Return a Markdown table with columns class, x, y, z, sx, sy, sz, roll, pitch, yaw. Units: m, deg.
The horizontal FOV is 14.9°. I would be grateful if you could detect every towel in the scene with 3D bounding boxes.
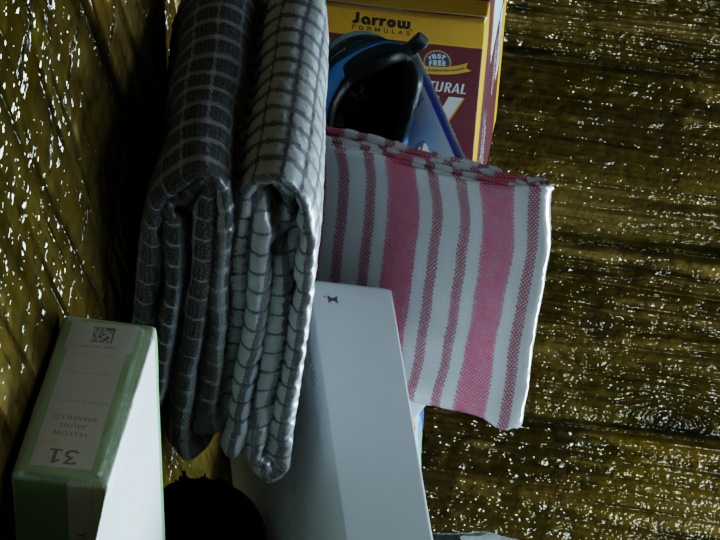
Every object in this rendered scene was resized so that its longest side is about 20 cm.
| class | x | y | z | sx | sy | sz | roll | pitch | yaw |
| --- | --- | --- | --- | --- | --- | --- | --- | --- | --- |
| towel | -0.066 | -0.023 | 1.328 | 0.166 | 0.085 | 0.200 | -89 | -174 | -49 |
| towel | 0.000 | 0.000 | 1.450 | 0.030 | 0.200 | 0.147 | -47 | 146 | -57 |

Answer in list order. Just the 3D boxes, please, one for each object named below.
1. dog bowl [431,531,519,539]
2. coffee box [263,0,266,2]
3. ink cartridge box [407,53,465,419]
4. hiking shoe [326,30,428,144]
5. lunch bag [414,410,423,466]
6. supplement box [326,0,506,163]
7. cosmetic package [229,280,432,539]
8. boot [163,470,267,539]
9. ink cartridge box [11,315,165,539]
| class | x | y | z | sx | sy | sz | roll | pitch | yaw |
| --- | --- | --- | --- | --- | --- | --- | --- | --- | --- |
| dog bowl | 0.077 | 0.258 | 1.736 | 0.200 | 0.059 | 0.200 | -178 | -90 | -75 |
| coffee box | -0.049 | -0.153 | 1.534 | 0.200 | 0.044 | 0.123 | -76 | 173 | -50 |
| ink cartridge box | 0.011 | 0.004 | 1.576 | 0.200 | 0.041 | 0.200 | -53 | -150 | 22 |
| hiking shoe | -0.027 | -0.046 | 1.543 | 0.200 | 0.074 | 0.087 | -68 | -166 | -4 |
| lunch bag | -0.019 | 0.143 | 1.794 | 0.200 | 0.127 | 0.170 | 107 | -6 | -60 |
| supplement box | 0.022 | -0.138 | 1.834 | 0.200 | 0.133 | 0.197 | -75 | 171 | -55 |
| cosmetic package | -0.016 | 0.129 | 1.398 | 0.151 | 0.052 | 0.200 | 113 | -24 | -46 |
| boot | -0.091 | 0.218 | 1.374 | 0.200 | 0.076 | 0.168 | -87 | -176 | -56 |
| ink cartridge box | -0.120 | 0.138 | 1.142 | 0.200 | 0.048 | 0.146 | -76 | 171 | -49 |
